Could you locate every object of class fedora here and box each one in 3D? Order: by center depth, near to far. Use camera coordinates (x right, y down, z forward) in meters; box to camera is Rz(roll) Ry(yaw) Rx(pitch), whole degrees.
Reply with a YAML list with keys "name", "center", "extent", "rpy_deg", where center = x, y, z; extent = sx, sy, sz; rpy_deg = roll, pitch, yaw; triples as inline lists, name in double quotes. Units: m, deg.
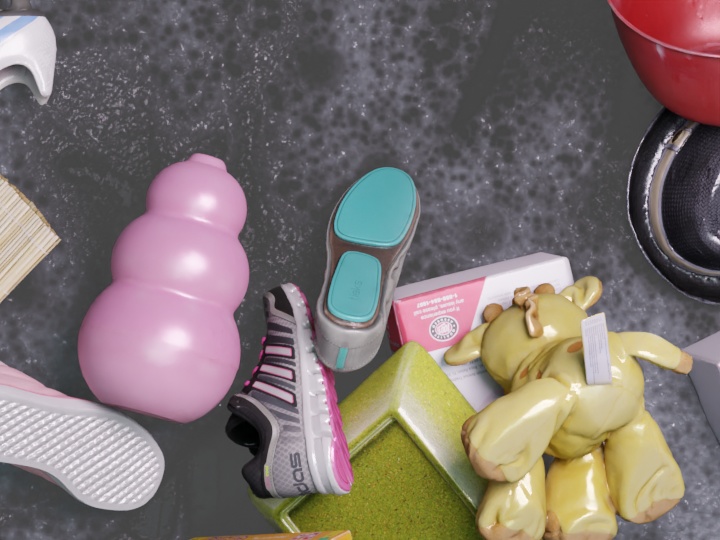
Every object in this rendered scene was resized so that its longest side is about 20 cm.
- name: "fedora"
  center: [0.315, -0.067, 1.599]
  extent: [0.198, 0.092, 0.203]
  rpy_deg: [-1, 94, -10]

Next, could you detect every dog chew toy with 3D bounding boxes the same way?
- name: "dog chew toy"
  center: [-0.141, 0.011, 1.518]
  extent: [0.123, 0.124, 0.202]
  rpy_deg: [15, 82, -10]

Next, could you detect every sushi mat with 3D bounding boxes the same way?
- name: "sushi mat"
  center: [-0.321, 0.018, 1.512]
  extent: [0.200, 0.012, 0.096]
  rpy_deg: [-47, 58, -4]

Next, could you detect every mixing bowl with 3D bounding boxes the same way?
- name: "mixing bowl"
  center: [0.287, -0.184, 1.558]
  extent: [0.198, 0.201, 0.109]
  rpy_deg: [-14, 132, -8]

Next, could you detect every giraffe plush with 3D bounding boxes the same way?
- name: "giraffe plush"
  center: [0.139, 0.086, 1.468]
  extent: [0.171, 0.162, 0.202]
  rpy_deg: [0, 115, -17]

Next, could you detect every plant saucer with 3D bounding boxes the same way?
- name: "plant saucer"
  center: [0.029, 0.193, 1.524]
  extent: [0.200, 0.048, 0.200]
  rpy_deg: [-42, 84, 23]

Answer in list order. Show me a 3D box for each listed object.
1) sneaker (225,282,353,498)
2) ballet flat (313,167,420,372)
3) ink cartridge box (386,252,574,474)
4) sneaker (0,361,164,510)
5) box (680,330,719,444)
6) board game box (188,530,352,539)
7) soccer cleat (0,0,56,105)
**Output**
- name: "sneaker"
  center: [-0.064, 0.093, 1.512]
  extent: [0.087, 0.201, 0.074]
  rpy_deg: [-16, 139, 4]
- name: "ballet flat"
  center: [0.000, 0.000, 1.534]
  extent: [0.067, 0.201, 0.064]
  rpy_deg: [14, 131, 3]
- name: "ink cartridge box"
  center: [0.108, 0.099, 1.577]
  extent: [0.146, 0.086, 0.202]
  rpy_deg: [-13, 97, -8]
- name: "sneaker"
  center: [-0.246, 0.118, 1.532]
  extent: [0.199, 0.104, 0.076]
  rpy_deg: [25, 91, -40]
- name: "box"
  center: [0.381, 0.082, 1.616]
  extent: [0.199, 0.097, 0.125]
  rpy_deg: [-26, 97, -7]
- name: "board game box"
  center: [-0.071, 0.250, 1.521]
  extent: [0.030, 0.199, 0.097]
  rpy_deg: [-19, 97, -47]
- name: "soccer cleat"
  center: [-0.325, -0.149, 1.496]
  extent: [0.198, 0.070, 0.087]
  rpy_deg: [-9, 83, -10]
